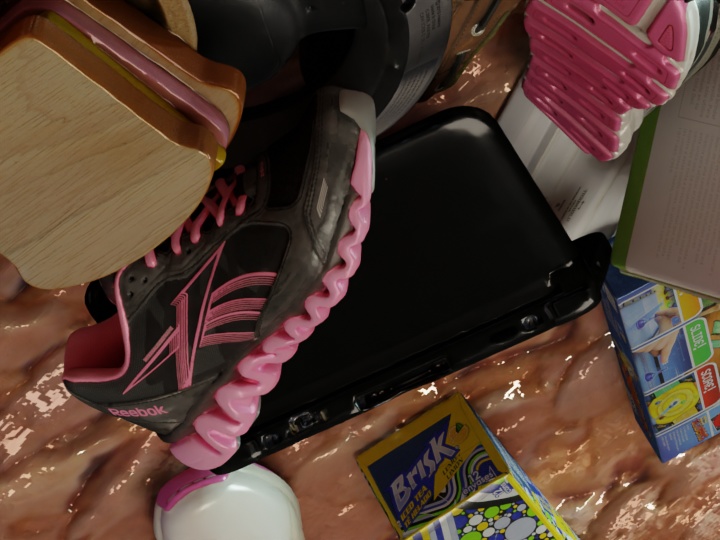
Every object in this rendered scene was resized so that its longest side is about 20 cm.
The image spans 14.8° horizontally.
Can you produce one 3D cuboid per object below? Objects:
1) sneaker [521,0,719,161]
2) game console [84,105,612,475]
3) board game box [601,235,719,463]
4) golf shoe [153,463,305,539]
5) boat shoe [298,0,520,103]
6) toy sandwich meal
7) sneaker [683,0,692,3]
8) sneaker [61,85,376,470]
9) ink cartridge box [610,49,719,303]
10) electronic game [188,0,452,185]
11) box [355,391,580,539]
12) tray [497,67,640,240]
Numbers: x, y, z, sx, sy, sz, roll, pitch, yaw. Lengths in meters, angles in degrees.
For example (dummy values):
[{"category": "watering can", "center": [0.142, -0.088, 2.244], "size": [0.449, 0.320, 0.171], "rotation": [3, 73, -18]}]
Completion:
[{"category": "sneaker", "center": [0.121, -0.114, 1.189], "size": [0.087, 0.074, 0.200], "rotation": [-52, 174, -11]}, {"category": "game console", "center": [0.000, 0.000, 1.272], "size": [0.200, 0.116, 0.176], "rotation": [-24, -173, 13]}, {"category": "board game box", "center": [0.196, 0.017, 1.439], "size": [0.135, 0.034, 0.200], "rotation": [-28, 150, -3]}, {"category": "golf shoe", "center": [-0.048, 0.171, 1.436], "size": [0.075, 0.092, 0.200], "rotation": [-27, 141, -1]}, {"category": "boat shoe", "center": [0.046, -0.146, 1.162], "size": [0.068, 0.072, 0.200], "rotation": [3, 143, -34]}, {"category": "toy sandwich meal", "center": [-0.151, -0.070, 1.073], "size": [0.205, 0.070, 0.205], "rotation": [-1, 139, -1]}, {"category": "sneaker", "center": [0.152, -0.189, 0.955], "size": [0.093, 0.070, 0.200], "rotation": [-17, 133, -36]}, {"category": "sneaker", "center": [-0.062, -0.003, 1.149], "size": [0.095, 0.079, 0.200], "rotation": [24, 124, -14]}, {"category": "ink cartridge box", "center": [0.215, -0.048, 1.231], "size": [0.076, 0.200, 0.148], "rotation": [8, 97, -38]}, {"category": "electronic game", "center": [-0.063, -0.104, 1.123], "size": [0.200, 0.042, 0.200], "rotation": [-1, 139, -1]}, {"category": "box", "center": [0.075, 0.148, 1.508], "size": [0.070, 0.064, 0.200], "rotation": [-33, 141, 4]}, {"category": "tray", "center": [0.099, -0.038, 1.349], "size": [0.107, 0.022, 0.200], "rotation": [2, 132, -32]}]
